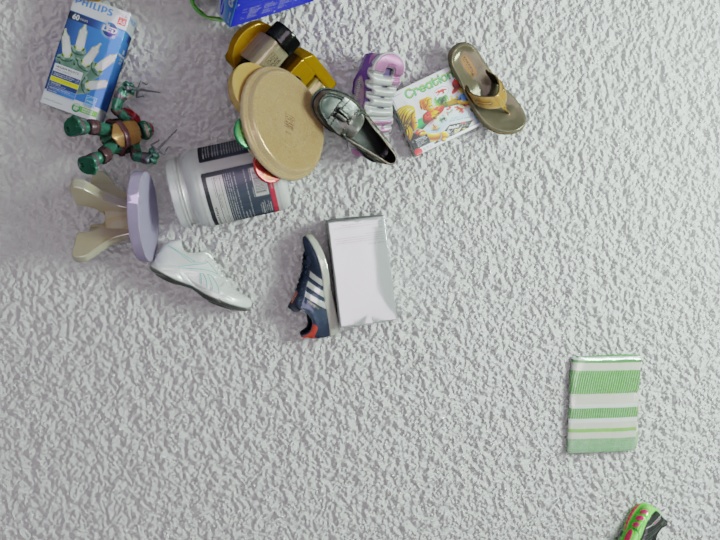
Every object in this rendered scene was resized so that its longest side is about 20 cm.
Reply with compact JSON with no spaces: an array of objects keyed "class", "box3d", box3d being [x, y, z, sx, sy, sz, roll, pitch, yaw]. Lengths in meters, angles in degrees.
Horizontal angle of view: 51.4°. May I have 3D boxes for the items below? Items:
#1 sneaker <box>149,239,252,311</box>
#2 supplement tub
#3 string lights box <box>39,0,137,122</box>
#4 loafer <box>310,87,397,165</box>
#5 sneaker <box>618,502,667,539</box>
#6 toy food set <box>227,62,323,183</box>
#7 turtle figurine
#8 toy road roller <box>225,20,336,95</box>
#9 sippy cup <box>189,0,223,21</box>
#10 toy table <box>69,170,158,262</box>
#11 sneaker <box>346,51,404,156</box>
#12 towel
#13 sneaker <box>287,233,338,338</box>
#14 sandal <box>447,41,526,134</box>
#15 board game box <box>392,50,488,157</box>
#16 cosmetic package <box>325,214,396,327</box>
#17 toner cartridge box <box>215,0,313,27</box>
[{"class":"sneaker","box3d":[-0.283,0.010,1.383,0.200,0.070,0.081,30,71,-15]},{"class":"supplement tub","box3d":[-0.233,-0.158,1.335,0.199,0.140,0.141,-13,97,-5]},{"class":"string lights box","box3d":[-0.481,-0.372,1.326,0.102,0.059,0.201,19,93,-7]},{"class":"loafer","box3d":[-0.003,-0.251,1.315,0.200,0.063,0.072,33,95,-43]},{"class":"sneaker","box3d":[0.565,0.580,1.533,0.083,0.077,0.201,29,93,-5]},{"class":"toy food set","box3d":[-0.136,-0.243,1.255,0.048,0.199,0.199,-9,85,38]},{"class":"turtle figurine","box3d":[-0.411,-0.239,1.304,0.100,0.200,0.150,-30,94,41]},{"class":"toy road roller","box3d":[-0.155,-0.361,1.352,0.123,0.146,0.200,-48,136,-1]},{"class":"sippy cup","box3d":[-0.236,-0.540,1.311,0.130,0.178,0.140,4,58,-18]},{"class":"toy table","box3d":[-0.425,-0.096,1.303,0.116,0.185,0.201,3,137,-3]},{"class":"sneaker","box3d":[0.015,-0.314,1.386,0.080,0.088,0.201,0,119,-34]},{"class":"towel","box3d":[0.495,0.271,1.523,0.152,0.023,0.201,0,97,-6]},{"class":"sneaker","box3d":[-0.100,0.034,1.402,0.084,0.075,0.201,-12,97,-10]},{"class":"sandal","box3d":[0.234,-0.335,1.381,0.080,0.054,0.200,-37,98,-3]},{"class":"board game box","box3d":[0.165,-0.315,1.420,0.199,0.035,0.127,-26,97,-4]},{"class":"cosmetic package","box3d":[0.000,0.000,1.409,0.112,0.081,0.201,-6,97,-6]},{"class":"toner cartridge box","box3d":[-0.150,-0.492,1.288,0.200,0.095,0.043,-33,75,-36]}]
